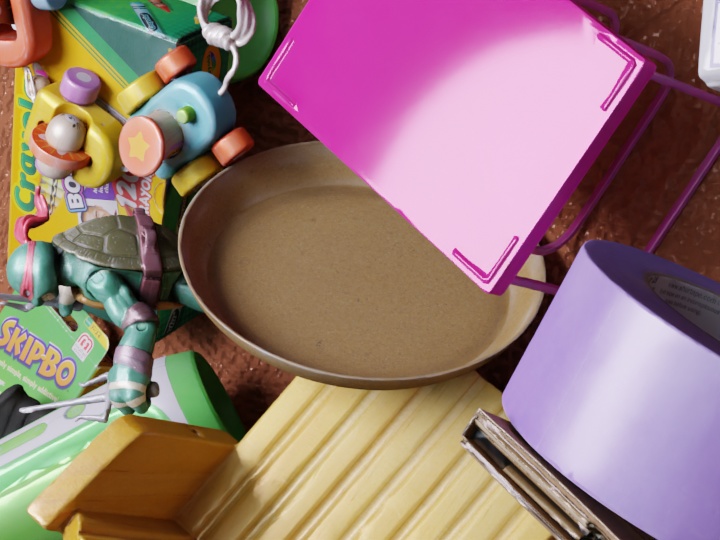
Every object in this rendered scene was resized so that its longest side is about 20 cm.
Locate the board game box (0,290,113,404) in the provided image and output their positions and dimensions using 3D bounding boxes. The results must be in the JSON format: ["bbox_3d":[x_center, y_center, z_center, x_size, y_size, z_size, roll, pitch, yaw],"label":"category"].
[{"bbox_3d":[-0.231,0.098,1.470,0.096,0.030,0.200,46,113,33],"label":"board game box"}]

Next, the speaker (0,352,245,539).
[{"bbox_3d":[-0.169,0.125,1.326,0.199,0.088,0.089,-28,63,5],"label":"speaker"}]

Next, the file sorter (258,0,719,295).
[{"bbox_3d":[0.076,-0.092,1.191,0.200,0.125,0.139,44,108,34],"label":"file sorter"}]

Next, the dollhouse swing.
[{"bbox_3d":[-0.015,0.117,1.128,0.200,0.182,0.176,39,98,25],"label":"dollhouse swing"}]

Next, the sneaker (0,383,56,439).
[{"bbox_3d":[-0.221,0.176,1.413,0.090,0.076,0.201,22,107,4],"label":"sneaker"}]

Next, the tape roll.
[{"bbox_3d":[0.172,0.070,1.037,0.200,0.200,0.085,38,106,37],"label":"tape roll"}]

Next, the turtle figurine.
[{"bbox_3d":[-0.126,0.017,1.255,0.150,0.199,0.101,-111,26,-57],"label":"turtle figurine"}]

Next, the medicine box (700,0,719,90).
[{"bbox_3d":[0.249,-0.166,1.018,0.103,0.182,0.201,2,83,40],"label":"medicine box"}]

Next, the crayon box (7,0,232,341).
[{"bbox_3d":[-0.147,-0.072,1.348,0.118,0.058,0.201,22,122,26],"label":"crayon box"}]

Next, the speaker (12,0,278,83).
[{"bbox_3d":[-0.148,-0.162,1.411,0.199,0.088,0.089,9,88,40],"label":"speaker"}]

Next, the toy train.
[{"bbox_3d":[-0.153,-0.112,1.260,0.199,0.056,0.151,11,116,31],"label":"toy train"}]

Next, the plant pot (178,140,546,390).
[{"bbox_3d":[0.000,0.000,1.213,0.200,0.200,0.028,44,140,35],"label":"plant pot"}]

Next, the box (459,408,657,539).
[{"bbox_3d":[0.149,0.139,1.044,0.163,0.200,0.021,43,99,35],"label":"box"}]
